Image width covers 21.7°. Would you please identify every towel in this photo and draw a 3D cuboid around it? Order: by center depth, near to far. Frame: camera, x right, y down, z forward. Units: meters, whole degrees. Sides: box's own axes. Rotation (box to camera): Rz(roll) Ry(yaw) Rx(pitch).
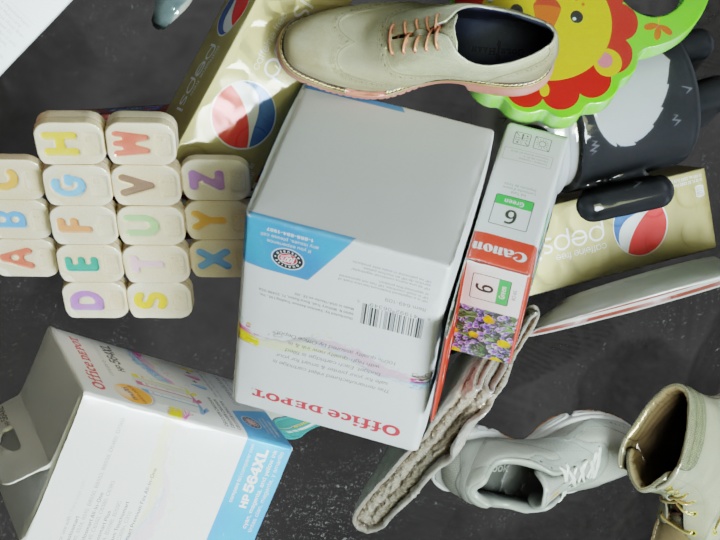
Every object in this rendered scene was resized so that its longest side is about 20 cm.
[{"bbox_3d":[0.067,0.112,1.459,0.034,0.133,0.200,36,134,-2],"label":"towel"}]

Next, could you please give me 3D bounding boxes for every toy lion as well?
[{"bbox_3d":[0.161,-0.200,1.385,0.198,0.069,0.193,0,77,-5],"label":"toy lion"}]

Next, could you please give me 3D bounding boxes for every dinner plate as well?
[{"bbox_3d":[0.224,0.018,1.507,0.199,0.200,0.024,-14,83,-17],"label":"dinner plate"}]

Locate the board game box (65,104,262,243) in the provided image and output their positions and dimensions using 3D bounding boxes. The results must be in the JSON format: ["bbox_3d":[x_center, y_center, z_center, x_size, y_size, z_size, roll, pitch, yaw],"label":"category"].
[{"bbox_3d":[-0.122,-0.075,1.413,0.199,0.019,0.104,-6,113,-20],"label":"board game box"}]

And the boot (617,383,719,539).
[{"bbox_3d":[0.270,0.193,1.616,0.154,0.072,0.201,11,101,-54],"label":"boot"}]

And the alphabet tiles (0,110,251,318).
[{"bbox_3d":[-0.174,-0.036,1.347,0.194,0.015,0.201,1,137,1],"label":"alphabet tiles"}]

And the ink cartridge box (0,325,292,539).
[{"bbox_3d":[-0.178,0.138,1.411,0.199,0.129,0.126,19,102,-28],"label":"ink cartridge box"}]

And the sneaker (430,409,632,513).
[{"bbox_3d":[0.160,0.172,1.584,0.199,0.092,0.076,-5,112,-21],"label":"sneaker"}]

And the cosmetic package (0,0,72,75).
[{"bbox_3d":[-0.238,-0.206,1.267,0.200,0.101,0.071,-46,120,1],"label":"cosmetic package"}]

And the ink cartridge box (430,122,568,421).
[{"bbox_3d":[0.099,0.005,1.345,0.050,0.201,0.109,14,143,6],"label":"ink cartridge box"}]

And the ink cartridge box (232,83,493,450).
[{"bbox_3d":[0.000,0.000,1.354,0.146,0.147,0.201,15,137,6],"label":"ink cartridge box"}]

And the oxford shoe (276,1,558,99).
[{"bbox_3d":[0.041,-0.163,1.309,0.198,0.074,0.071,-2,78,-4],"label":"oxford shoe"}]

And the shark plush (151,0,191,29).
[{"bbox_3d":[-0.107,-0.246,1.284,0.083,0.091,0.200,48,129,-8],"label":"shark plush"}]

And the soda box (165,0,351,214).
[{"bbox_3d":[-0.078,-0.148,1.362,0.067,0.064,0.201,28,92,-24],"label":"soda box"}]

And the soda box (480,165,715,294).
[{"bbox_3d":[0.180,-0.031,1.512,0.199,0.064,0.068,-14,101,-18],"label":"soda box"}]

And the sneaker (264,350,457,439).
[{"bbox_3d":[0.008,0.072,1.506,0.199,0.078,0.080,-23,144,-15],"label":"sneaker"}]

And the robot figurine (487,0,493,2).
[{"bbox_3d":[0.026,-0.270,1.310,0.113,0.170,0.200,-44,80,1],"label":"robot figurine"}]

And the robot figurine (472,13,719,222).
[{"bbox_3d":[0.185,-0.129,1.455,0.199,0.150,0.125,-15,127,-15],"label":"robot figurine"}]
